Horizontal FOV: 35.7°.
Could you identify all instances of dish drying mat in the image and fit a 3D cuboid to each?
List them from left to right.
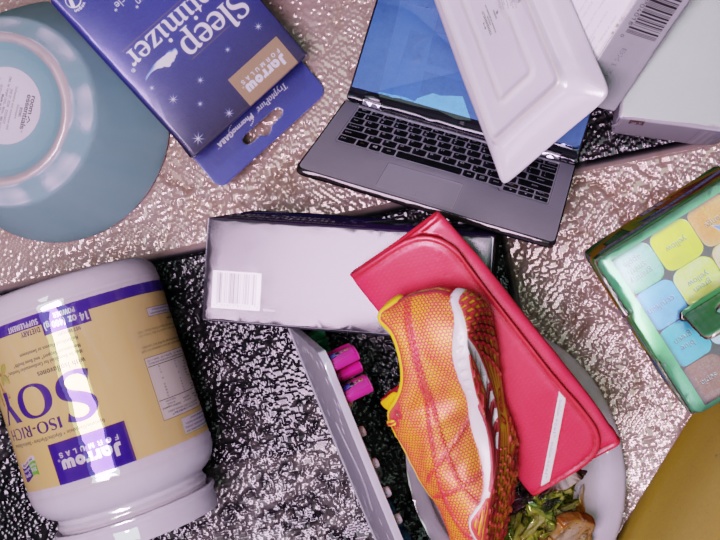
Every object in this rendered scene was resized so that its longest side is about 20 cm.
[{"bbox_3d":[0.084,0.058,0.738,0.077,0.018,0.200,-35,102,22],"label":"dish drying mat"}]

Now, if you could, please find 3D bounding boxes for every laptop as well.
[{"bbox_3d":[0.078,-0.135,0.818,0.187,0.200,0.116,17,124,8],"label":"laptop"}]

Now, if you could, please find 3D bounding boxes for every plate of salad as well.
[{"bbox_3d":[0.122,0.136,0.806,0.200,0.048,0.200,10,70,-27],"label":"plate of salad"}]

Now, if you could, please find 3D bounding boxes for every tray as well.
[{"bbox_3d":[0.096,-0.171,0.774,0.107,0.022,0.200,-41,55,41],"label":"tray"}]

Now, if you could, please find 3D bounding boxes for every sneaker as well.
[{"bbox_3d":[0.057,0.104,0.725,0.077,0.073,0.200,-3,104,27],"label":"sneaker"}]

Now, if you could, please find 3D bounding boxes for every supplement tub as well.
[{"bbox_3d":[-0.198,0.104,0.856,0.145,0.145,0.200,-19,89,9],"label":"supplement tub"}]

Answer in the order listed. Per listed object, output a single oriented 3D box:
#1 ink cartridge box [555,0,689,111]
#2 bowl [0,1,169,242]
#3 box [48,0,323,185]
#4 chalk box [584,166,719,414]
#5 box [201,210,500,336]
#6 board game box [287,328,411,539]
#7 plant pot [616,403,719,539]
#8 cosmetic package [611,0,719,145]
[{"bbox_3d":[0.138,-0.214,0.786,0.109,0.050,0.200,-59,43,28],"label":"ink cartridge box"},{"bbox_3d":[-0.263,-0.121,0.879,0.200,0.105,0.201,0,93,9],"label":"bowl"},{"bbox_3d":[-0.129,-0.175,0.853,0.121,0.032,0.200,-44,104,-7],"label":"box"},{"bbox_3d":[0.238,0.008,0.759,0.125,0.200,0.124,-32,87,8],"label":"chalk box"},{"bbox_3d":[0.000,0.000,0.824,0.200,0.141,0.079,4,93,8],"label":"box"},{"bbox_3d":[0.006,0.134,0.794,0.026,0.200,0.200,-23,96,-8],"label":"board game box"},{"bbox_3d":[0.298,0.215,0.770,0.200,0.176,0.200,30,97,7],"label":"plant pot"},{"bbox_3d":[0.236,-0.195,0.800,0.090,0.107,0.200,6,95,10],"label":"cosmetic package"}]
